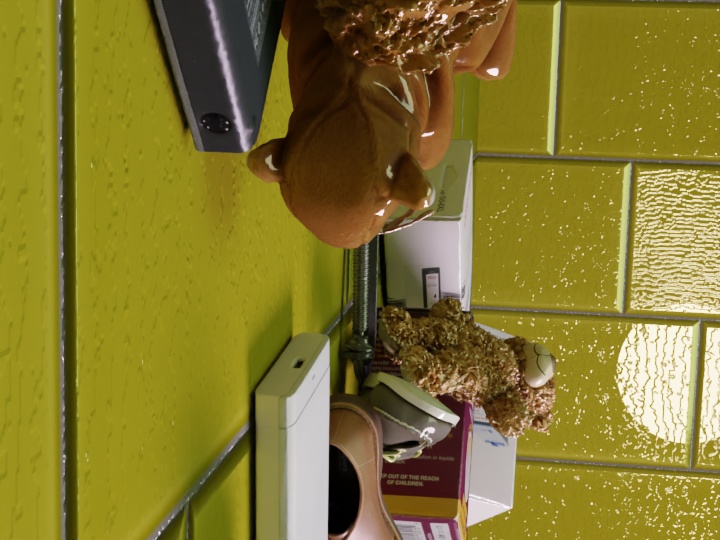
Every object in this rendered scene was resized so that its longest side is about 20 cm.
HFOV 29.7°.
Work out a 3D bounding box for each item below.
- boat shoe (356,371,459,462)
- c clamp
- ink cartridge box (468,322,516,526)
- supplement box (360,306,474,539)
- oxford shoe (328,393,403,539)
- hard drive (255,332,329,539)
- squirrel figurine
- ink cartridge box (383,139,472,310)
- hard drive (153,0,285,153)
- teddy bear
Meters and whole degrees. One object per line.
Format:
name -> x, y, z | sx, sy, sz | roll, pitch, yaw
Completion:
boat shoe -> 0.026, 0.120, 1.065 | 0.061, 0.072, 0.202 | -57, -176, -8
c clamp -> 0.000, 0.000, 1.142 | 0.171, 0.027, 0.202 | -62, 153, -83
ink cartridge box -> 0.105, 0.178, 1.518 | 0.146, 0.085, 0.201 | -37, -139, 54
supplement box -> 0.054, 0.152, 1.282 | 0.131, 0.102, 0.202 | 72, 21, -64
oxford shoe -> -0.010, 0.196, 0.993 | 0.071, 0.071, 0.202 | -58, 139, -65
hard drive -> -0.042, 0.155, 0.868 | 0.132, 0.026, 0.202 | -57, 149, -74
squirrel figurine -> 0.006, -0.115, 0.693 | 0.201, 0.140, 0.188 | 102, 7, -53
ink cartridge box -> 0.074, -0.019, 1.427 | 0.146, 0.084, 0.201 | -78, 167, -51
hard drive -> -0.063, -0.168, 0.580 | 0.201, 0.033, 0.140 | 82, 14, -55
teddy bear -> 0.101, 0.080, 1.178 | 0.067, 0.199, 0.145 | -58, -158, 19
